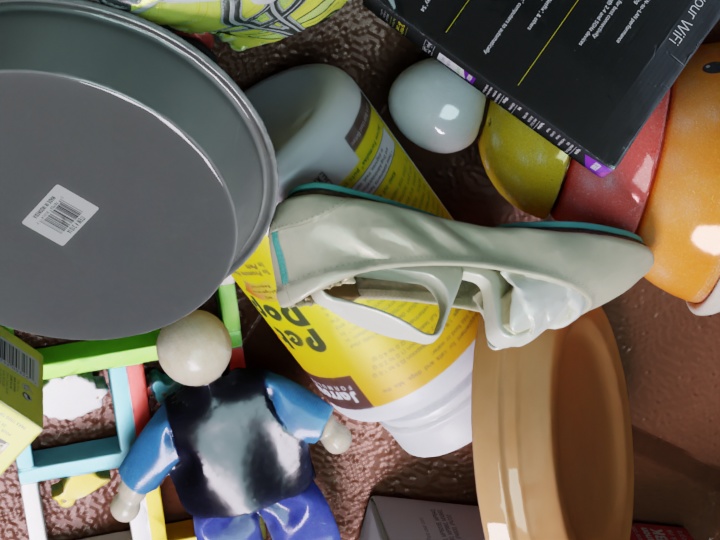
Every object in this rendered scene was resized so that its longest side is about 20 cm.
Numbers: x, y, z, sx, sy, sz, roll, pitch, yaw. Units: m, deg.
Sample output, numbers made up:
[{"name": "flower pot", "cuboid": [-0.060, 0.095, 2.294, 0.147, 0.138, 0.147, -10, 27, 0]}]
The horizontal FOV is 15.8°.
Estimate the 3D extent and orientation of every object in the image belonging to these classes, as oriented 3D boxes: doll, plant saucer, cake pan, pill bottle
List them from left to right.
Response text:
[{"name": "cake pan", "cuboid": [-0.138, -0.039, 1.186, 0.199, 0.037, 0.201, 5, 137, 4]}, {"name": "doll", "cuboid": [-0.067, 0.111, 1.374, 0.135, 0.049, 0.201, -14, 118, 6]}, {"name": "pill bottle", "cuboid": [0.000, 0.000, 1.324, 0.109, 0.109, 0.200, -34, 117, 6]}, {"name": "plant saucer", "cuboid": [0.105, 0.089, 1.343, 0.037, 0.201, 0.201, -5, 120, 20]}]

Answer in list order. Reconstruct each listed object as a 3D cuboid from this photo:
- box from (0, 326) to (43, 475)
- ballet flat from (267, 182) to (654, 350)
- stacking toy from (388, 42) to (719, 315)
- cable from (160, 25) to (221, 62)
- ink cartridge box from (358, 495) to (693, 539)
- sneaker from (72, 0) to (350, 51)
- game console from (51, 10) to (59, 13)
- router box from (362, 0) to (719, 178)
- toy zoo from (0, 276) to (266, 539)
[{"name": "box", "cuboid": [-0.243, 0.117, 1.337, 0.050, 0.075, 0.200, 34, 110, -24]}, {"name": "ballet flat", "cuboid": [0.049, 0.007, 1.244, 0.198, 0.070, 0.070, 8, 114, -17]}, {"name": "stacking toy", "cuboid": [0.111, -0.067, 1.314, 0.198, 0.146, 0.147, 13, 113, -5]}, {"name": "cable", "cuboid": [-0.149, -0.117, 1.287, 0.198, 0.051, 0.097, -11, 135, 7]}, {"name": "ink cartridge box", "cuboid": [0.088, 0.217, 1.463, 0.198, 0.084, 0.145, 7, 114, -17]}, {"name": "sneaker", "cuboid": [-0.059, -0.133, 1.207, 0.199, 0.075, 0.077, -15, 142, -45]}, {"name": "game console", "cuboid": [-0.194, -0.042, 1.233, 0.119, 0.172, 0.201, -49, 140, -26]}, {"name": "router box", "cuboid": [0.116, -0.169, 1.244, 0.149, 0.051, 0.201, 36, 88, 1]}, {"name": "toy zoo", "cuboid": [-0.122, 0.093, 1.394, 0.130, 0.020, 0.201, -10, 117, -7]}]
